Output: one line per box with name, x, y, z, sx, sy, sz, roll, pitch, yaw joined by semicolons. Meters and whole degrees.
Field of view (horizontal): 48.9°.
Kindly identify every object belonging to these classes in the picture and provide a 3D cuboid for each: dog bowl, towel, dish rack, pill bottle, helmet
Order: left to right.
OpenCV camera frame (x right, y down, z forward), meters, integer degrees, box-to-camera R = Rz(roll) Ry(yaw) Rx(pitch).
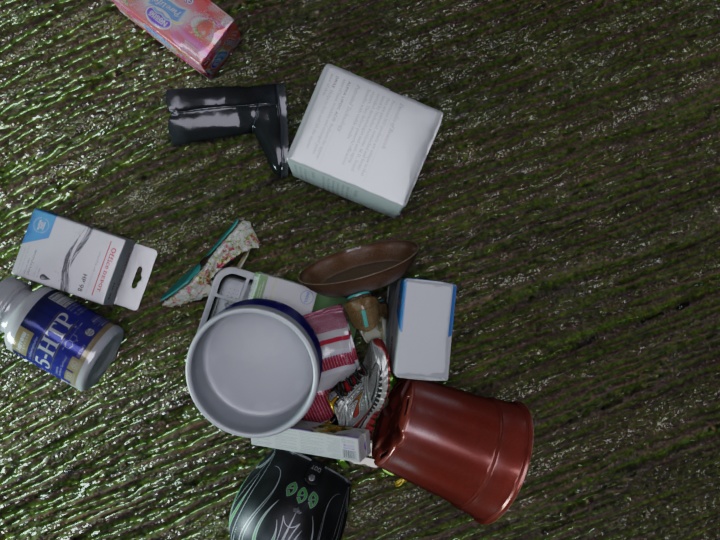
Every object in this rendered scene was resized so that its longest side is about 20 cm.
pill bottle;-0.500;0.097;1.281;0.200;0.120;0.120;29;88;0
dish rack;-0.187;0.106;1.309;0.171;0.044;0.201;19;88;-21
dog bowl;-0.158;0.146;1.200;0.199;0.079;0.201;0;100;3
helmet;-0.116;0.395;1.257;0.200;0.200;0.191;27;71;-1
towel;-0.069;0.167;1.269;0.144;0.023;0.201;-18;101;-10

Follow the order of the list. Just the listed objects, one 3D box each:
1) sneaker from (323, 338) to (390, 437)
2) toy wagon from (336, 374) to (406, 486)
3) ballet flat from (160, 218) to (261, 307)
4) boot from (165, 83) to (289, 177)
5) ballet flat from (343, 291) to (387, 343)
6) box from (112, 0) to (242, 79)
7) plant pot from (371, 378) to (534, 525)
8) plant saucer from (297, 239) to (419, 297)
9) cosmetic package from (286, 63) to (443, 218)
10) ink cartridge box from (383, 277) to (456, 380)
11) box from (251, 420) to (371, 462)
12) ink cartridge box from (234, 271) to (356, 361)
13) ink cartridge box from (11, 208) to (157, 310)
sneaker;-0.006;0.195;1.225;0.082;0.078;0.201;16;109;-10
toy wagon;0.021;0.269;1.330;0.155;0.040;0.200;-33;90;-2
ballet flat;-0.244;0.001;1.317;0.200;0.076;0.064;-45;106;1
boot;-0.220;-0.230;1.323;0.199;0.066;0.166;-4;80;-5
ballet flat;0.015;0.079;1.252;0.068;0.200;0.073;-16;82;2
box;-0.306;-0.423;1.310;0.200;0.103;0.095;38;88;-1
plant pot;0.133;0.267;1.237;0.195;0.201;0.201;23;88;-11
plant saucer;0.000;0.000;1.264;0.200;0.200;0.037;-15;106;-2
cosmetic package;0.005;-0.202;1.280;0.199;0.165;0.166;22;87;-2
ink cartridge box;0.088;0.089;1.256;0.086;0.200;0.147;6;89;-3
box;-0.079;0.258;1.224;0.199;0.039;0.042;1;102;28
ink cartridge box;-0.096;0.098;1.295;0.199;0.048;0.146;16;89;-19
ink cartridge box;-0.453;-0.016;1.311;0.199;0.067;0.116;19;87;-1
